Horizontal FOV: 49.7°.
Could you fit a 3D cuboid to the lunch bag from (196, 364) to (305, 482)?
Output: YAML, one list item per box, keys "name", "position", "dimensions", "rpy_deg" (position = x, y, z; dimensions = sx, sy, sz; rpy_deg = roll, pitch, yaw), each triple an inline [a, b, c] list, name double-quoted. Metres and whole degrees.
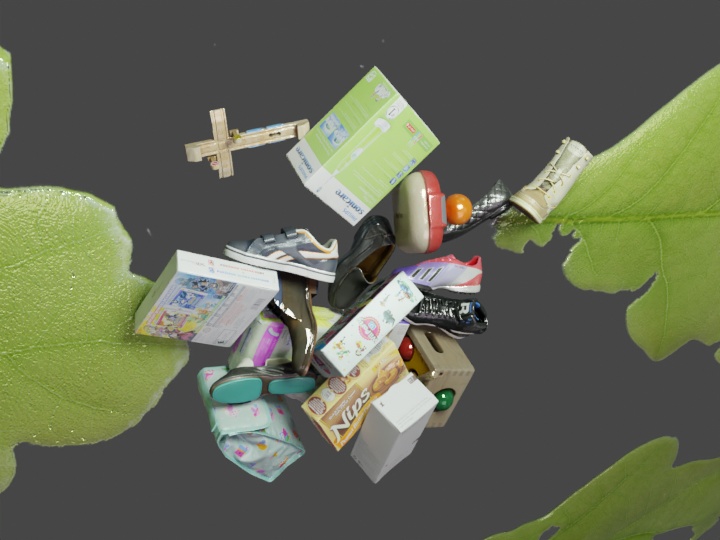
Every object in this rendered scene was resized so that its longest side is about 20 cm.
- name: "lunch bag"
  position: [-0.215, 0.275, 1.453]
  dimensions: [0.121, 0.172, 0.199]
  rpy_deg: [-39, 136, 11]

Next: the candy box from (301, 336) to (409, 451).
- name: "candy box"
  position: [-0.006, 0.220, 1.426]
  dimensions: [0.200, 0.055, 0.116]
  rpy_deg: [-43, 139, -14]

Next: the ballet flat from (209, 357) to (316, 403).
- name: "ballet flat"
  position: [-0.176, 0.192, 1.385]
  dimensions: [0.195, 0.069, 0.069]
  rpy_deg: [-1, 129, -23]

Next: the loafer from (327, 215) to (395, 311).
- name: "loafer"
  position: [0.000, 0.000, 1.407]
  dimensions: [0.071, 0.073, 0.203]
  rpy_deg: [8, 123, -32]

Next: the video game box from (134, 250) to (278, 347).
- name: "video game box"
  position: [-0.260, 0.053, 1.300]
  dimensions: [0.179, 0.048, 0.200]
  rpy_deg: [10, 141, -34]

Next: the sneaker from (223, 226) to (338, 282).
- name: "sneaker"
  position: [-0.131, -0.038, 1.311]
  dimensions: [0.195, 0.078, 0.081]
  rpy_deg: [12, 94, -21]

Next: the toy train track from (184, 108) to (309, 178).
- name: "toy train track"
  position: [-0.169, -0.196, 1.194]
  dimensions: [0.195, 0.033, 0.117]
  rpy_deg: [-15, 131, -16]

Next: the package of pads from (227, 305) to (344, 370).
- name: "package of pads"
  position: [-0.132, 0.135, 1.455]
  dimensions: [0.196, 0.069, 0.156]
  rpy_deg: [9, 123, -32]

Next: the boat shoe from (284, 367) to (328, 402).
- name: "boat shoe"
  position: [-0.060, 0.239, 1.482]
  dimensions: [0.197, 0.071, 0.071]
  rpy_deg: [16, 124, -37]

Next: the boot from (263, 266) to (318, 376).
- name: "boot"
  position: [-0.128, 0.080, 1.345]
  dimensions: [0.095, 0.205, 0.075]
  rpy_deg: [12, 151, -23]

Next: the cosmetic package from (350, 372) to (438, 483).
- name: "cosmetic package"
  position: [0.060, 0.297, 1.460]
  dimensions: [0.112, 0.081, 0.202]
  rpy_deg: [-32, 156, -34]

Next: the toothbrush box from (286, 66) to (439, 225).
- name: "toothbrush box"
  position: [0.005, -0.193, 1.236]
  dimensions: [0.200, 0.087, 0.145]
  rpy_deg: [-44, 140, 11]

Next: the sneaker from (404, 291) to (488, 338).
- name: "sneaker"
  position: [0.165, 0.070, 1.499]
  dimensions: [0.197, 0.075, 0.111]
  rpy_deg: [21, 155, -30]

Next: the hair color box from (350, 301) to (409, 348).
- name: "hair color box"
  position: [0.008, 0.163, 1.549]
  dimensions: [0.107, 0.065, 0.203]
  rpy_deg: [5, 122, -28]

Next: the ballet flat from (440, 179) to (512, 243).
- name: "ballet flat"
  position: [0.190, -0.100, 1.447]
  dimensions: [0.197, 0.058, 0.067]
  rpy_deg: [-27, 169, 0]

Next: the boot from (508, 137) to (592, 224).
- name: "boot"
  position: [0.347, -0.165, 1.402]
  dimensions: [0.156, 0.072, 0.199]
  rpy_deg: [-53, 166, 17]

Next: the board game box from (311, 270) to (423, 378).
- name: "board game box"
  position: [0.003, 0.097, 1.363]
  dimensions: [0.064, 0.147, 0.200]
  rpy_deg: [47, 72, -5]

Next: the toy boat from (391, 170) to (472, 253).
- name: "toy boat"
  position: [0.125, -0.098, 1.306]
  dimensions: [0.127, 0.200, 0.134]
  rpy_deg: [-5, 93, -8]

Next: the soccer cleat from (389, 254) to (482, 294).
- name: "soccer cleat"
  position: [0.147, 0.001, 1.496]
  dimensions: [0.195, 0.068, 0.075]
  rpy_deg: [5, 100, -23]

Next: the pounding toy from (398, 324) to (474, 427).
- name: "pounding toy"
  position: [0.123, 0.206, 1.541]
  dimensions: [0.139, 0.201, 0.187]
  rpy_deg: [5, 124, -30]
